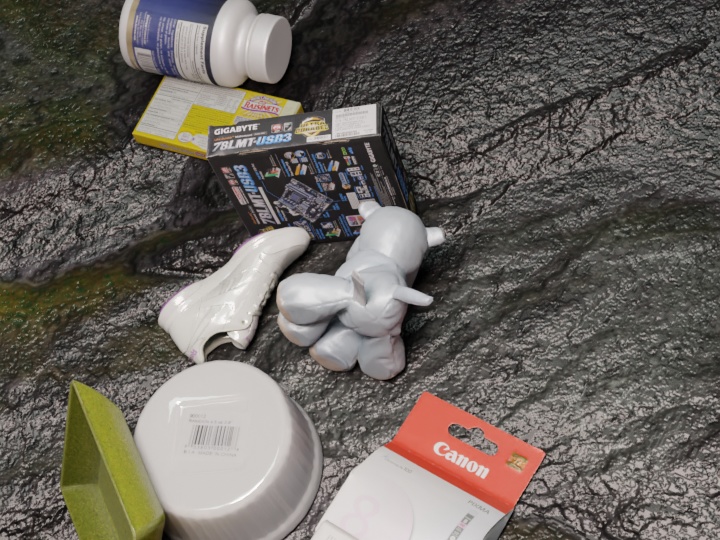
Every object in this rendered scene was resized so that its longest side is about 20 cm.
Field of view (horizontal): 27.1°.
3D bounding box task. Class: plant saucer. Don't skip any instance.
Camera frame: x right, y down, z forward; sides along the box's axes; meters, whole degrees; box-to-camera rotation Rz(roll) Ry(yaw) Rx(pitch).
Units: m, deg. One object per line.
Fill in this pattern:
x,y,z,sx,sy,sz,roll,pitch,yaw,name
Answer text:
-0.254,0.243,1.551,0.047,0.201,0.201,-12,53,-25,plant saucer

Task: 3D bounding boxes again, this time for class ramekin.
-0.146,0.195,1.587,0.198,0.098,0.203,-7,59,12,ramekin

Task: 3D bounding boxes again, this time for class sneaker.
-0.129,0.031,1.707,0.199,0.075,0.100,-37,72,-4,sneaker

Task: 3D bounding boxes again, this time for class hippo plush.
0.000,0.000,1.619,0.157,0.201,0.162,17,55,0,hippo plush

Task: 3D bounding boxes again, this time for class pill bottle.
-0.191,-0.290,1.862,0.197,0.111,0.112,13,64,18,pill bottle

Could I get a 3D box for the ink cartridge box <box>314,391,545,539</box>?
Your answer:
0.072,0.229,1.537,0.161,0.057,0.201,25,74,27,ink cartridge box

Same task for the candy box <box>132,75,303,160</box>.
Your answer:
-0.178,-0.184,1.862,0.198,0.027,0.103,16,62,23,candy box

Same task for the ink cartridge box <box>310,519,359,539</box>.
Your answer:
0.012,0.355,1.410,0.199,0.083,0.147,28,72,27,ink cartridge box

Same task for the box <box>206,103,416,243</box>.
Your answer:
-0.050,-0.101,1.674,0.196,0.201,0.050,-5,58,14,box
